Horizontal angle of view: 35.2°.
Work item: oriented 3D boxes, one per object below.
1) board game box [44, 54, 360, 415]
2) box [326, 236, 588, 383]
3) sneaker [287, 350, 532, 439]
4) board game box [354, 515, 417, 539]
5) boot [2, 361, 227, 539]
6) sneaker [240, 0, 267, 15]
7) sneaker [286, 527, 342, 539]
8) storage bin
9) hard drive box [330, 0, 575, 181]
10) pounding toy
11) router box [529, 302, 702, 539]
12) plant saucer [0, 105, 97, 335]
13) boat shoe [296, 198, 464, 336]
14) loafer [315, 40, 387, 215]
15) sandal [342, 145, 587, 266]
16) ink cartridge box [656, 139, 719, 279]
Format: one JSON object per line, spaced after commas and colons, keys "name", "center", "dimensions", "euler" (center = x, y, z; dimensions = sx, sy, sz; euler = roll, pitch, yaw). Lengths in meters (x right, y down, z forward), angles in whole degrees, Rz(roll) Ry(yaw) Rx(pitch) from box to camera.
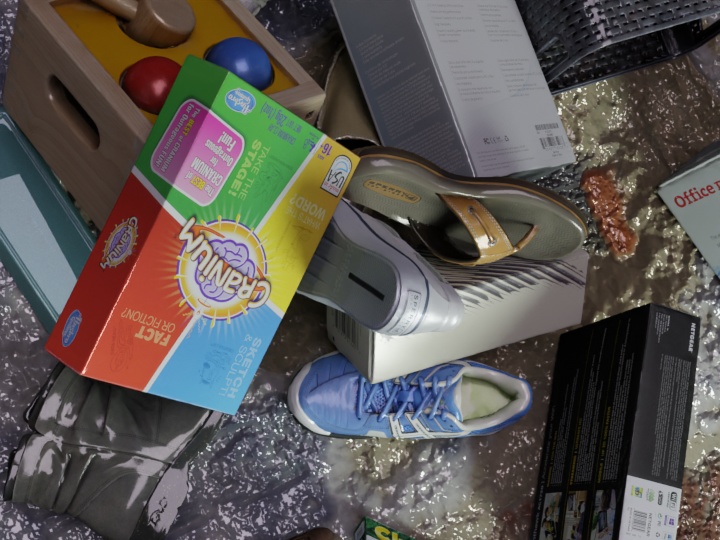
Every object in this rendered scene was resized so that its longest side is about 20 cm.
{"name": "board game box", "center": [-0.096, -0.015, 0.738], "dimensions": [0.153, 0.040, 0.202], "euler": [25, 91, -54]}
{"name": "box", "center": [0.077, 0.020, 0.897], "dimensions": [0.198, 0.082, 0.069], "euler": [-15, 123, -26]}
{"name": "sneaker", "center": [0.041, 0.094, 0.888], "dimensions": [0.198, 0.077, 0.077], "euler": [0, 80, -17]}
{"name": "board game box", "center": [0.086, 0.261, 0.858], "dimensions": [0.199, 0.105, 0.024], "euler": [27, 112, -11]}
{"name": "boot", "center": [-0.166, 0.096, 0.825], "dimensions": [0.130, 0.068, 0.201], "euler": [29, 71, -8]}
{"name": "sneaker", "center": [-0.072, -0.236, 0.883], "dimensions": [0.075, 0.198, 0.101], "euler": [17, 77, -56]}
{"name": "sneaker", "center": [-0.101, 0.237, 0.812], "dimensions": [0.199, 0.070, 0.076], "euler": [-38, 91, -22]}
{"name": "storage bin", "center": [0.232, -0.232, 0.990], "dimensions": [0.198, 0.135, 0.095], "euler": [-20, 85, -21]}
{"name": "hard drive box", "center": [0.075, -0.161, 0.922], "dimensions": [0.155, 0.076, 0.202], "euler": [-13, 82, -49]}
{"name": "pounding toy", "center": [-0.157, -0.146, 0.790], "dimensions": [0.183, 0.143, 0.200], "euler": [-25, 65, -40]}
{"name": "router box", "center": [0.196, 0.138, 0.892], "dimensions": [0.051, 0.149, 0.202], "euler": [16, 74, -14]}
{"name": "plant saucer", "center": [-0.239, -0.028, 0.851], "dimensions": [0.070, 0.019, 0.201], "euler": [-34, 89, -22]}
{"name": "boat shoe", "center": [0.000, 0.000, 0.808], "dimensions": [0.066, 0.200, 0.074], "euler": [16, 107, -34]}
{"name": "loafer", "center": [-0.002, -0.104, 0.921], "dimensions": [0.075, 0.067, 0.202], "euler": [13, 75, -16]}
{"name": "sandal", "center": [0.072, -0.037, 0.830], "dimensions": [0.198, 0.082, 0.055], "euler": [17, 58, -21]}
{"name": "ink cartridge box", "center": [0.378, -0.033, 0.992], "dimensions": [0.083, 0.146, 0.201], "euler": [-36, 91, -23]}
